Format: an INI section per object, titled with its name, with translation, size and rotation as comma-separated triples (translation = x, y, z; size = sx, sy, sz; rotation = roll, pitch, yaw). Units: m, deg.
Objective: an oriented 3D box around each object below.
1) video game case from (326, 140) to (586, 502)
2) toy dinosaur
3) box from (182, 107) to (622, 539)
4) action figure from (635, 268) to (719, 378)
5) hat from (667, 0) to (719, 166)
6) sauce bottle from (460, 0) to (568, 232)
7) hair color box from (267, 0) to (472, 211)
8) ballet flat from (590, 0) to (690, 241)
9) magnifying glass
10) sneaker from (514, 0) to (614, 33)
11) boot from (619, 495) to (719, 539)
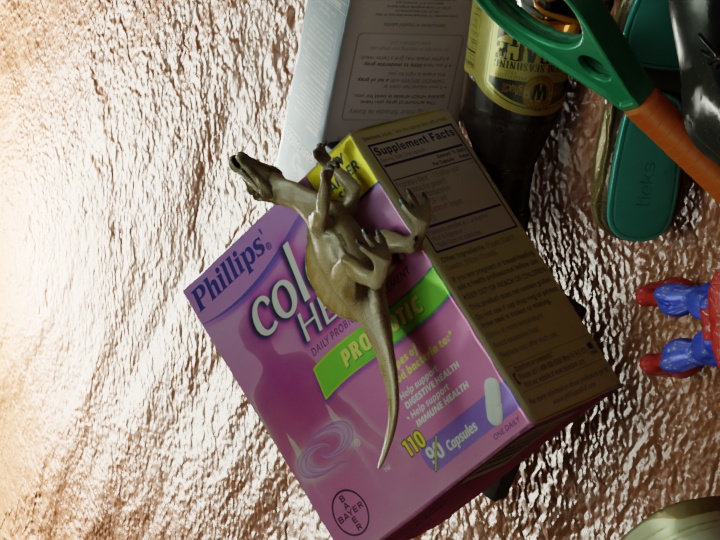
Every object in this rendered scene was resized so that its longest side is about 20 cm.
[video game case]
translation = 0.034, 0.031, 1.522
size = 0.200, 0.019, 0.143
rotation = 34, 121, 24
[toy dinosaur]
translation = 0.000, 0.000, 1.380
size = 0.200, 0.058, 0.101
rotation = 60, 144, 18
[box]
translation = 0.021, 0.039, 1.458
size = 0.176, 0.097, 0.200
rotation = -40, 75, 38
[action figure]
translation = 0.208, 0.024, 1.255
size = 0.200, 0.099, 0.066
rotation = 157, 107, -85
[hat]
translation = 0.214, -0.143, 1.195
size = 0.201, 0.081, 0.201
rotation = 177, 90, -76
[sauce bottle]
translation = 0.094, -0.120, 1.460
size = 0.066, 0.066, 0.201
rotation = 35, 125, 58
[hair color box]
translation = 0.008, -0.100, 1.587
size = 0.061, 0.099, 0.201
rotation = 46, 131, 52
[ballet flat]
translation = 0.163, -0.114, 1.338
size = 0.072, 0.068, 0.201
rotation = -102, 18, -62
[magnifying glass]
translation = 0.130, -0.104, 1.279
size = 0.022, 0.200, 0.080
rotation = -51, 16, -18
[sneaker]
translation = 0.113, -0.164, 1.304
size = 0.200, 0.078, 0.078
rotation = 90, -179, -89
[boot]
translation = 0.167, 0.230, 1.328
size = 0.200, 0.072, 0.155
rotation = -57, 47, 51
